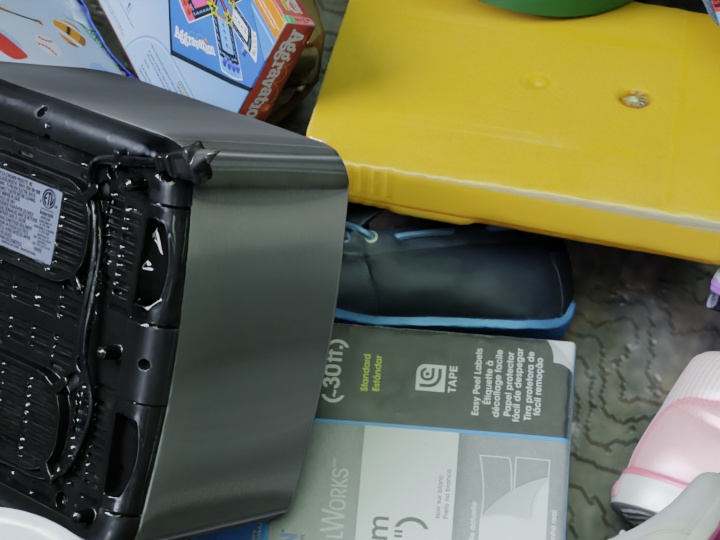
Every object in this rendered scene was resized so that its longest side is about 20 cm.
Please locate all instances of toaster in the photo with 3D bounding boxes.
[{"bbox_3d":[-0.107,0.012,1.074,0.200,0.118,0.182,20,106,39],"label":"toaster"}]

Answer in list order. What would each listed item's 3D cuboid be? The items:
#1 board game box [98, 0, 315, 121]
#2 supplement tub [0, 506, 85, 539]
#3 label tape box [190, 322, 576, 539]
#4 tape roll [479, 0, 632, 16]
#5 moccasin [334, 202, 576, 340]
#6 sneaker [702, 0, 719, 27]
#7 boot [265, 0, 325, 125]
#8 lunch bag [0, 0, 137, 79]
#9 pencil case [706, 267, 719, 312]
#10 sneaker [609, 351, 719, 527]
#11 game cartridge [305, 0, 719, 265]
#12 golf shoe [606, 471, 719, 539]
[{"bbox_3d":[-0.087,-0.142,1.204,0.019,0.103,0.200,3,43,-35],"label":"board game box"},{"bbox_3d":[-0.143,0.187,1.021,0.145,0.200,0.146,0,65,0],"label":"supplement tub"},{"bbox_3d":[-0.006,0.102,1.134,0.199,0.063,0.145,4,65,2],"label":"label tape box"},{"bbox_3d":[0.082,-0.221,1.255,0.200,0.048,0.201,10,55,-15],"label":"tape roll"},{"bbox_3d":[0.000,0.000,1.181,0.199,0.080,0.068,5,73,-12],"label":"moccasin"},{"bbox_3d":[0.193,-0.158,1.187,0.200,0.079,0.096,45,53,-3],"label":"sneaker"},{"bbox_3d":[-0.049,-0.186,1.227,0.066,0.175,0.201,5,57,-35],"label":"boot"},{"bbox_3d":[-0.218,-0.102,1.195,0.200,0.124,0.170,-19,62,-38],"label":"lunch bag"},{"bbox_3d":[0.238,-0.050,1.136,0.084,0.085,0.200,41,105,49],"label":"pencil case"},{"bbox_3d":[0.222,0.098,1.127,0.200,0.075,0.105,22,72,15],"label":"sneaker"},{"bbox_3d":[0.082,-0.078,1.197,0.199,0.033,0.177,9,38,6],"label":"game cartridge"},{"bbox_3d":[0.087,0.146,1.044,0.091,0.075,0.200,31,58,21],"label":"golf shoe"}]
